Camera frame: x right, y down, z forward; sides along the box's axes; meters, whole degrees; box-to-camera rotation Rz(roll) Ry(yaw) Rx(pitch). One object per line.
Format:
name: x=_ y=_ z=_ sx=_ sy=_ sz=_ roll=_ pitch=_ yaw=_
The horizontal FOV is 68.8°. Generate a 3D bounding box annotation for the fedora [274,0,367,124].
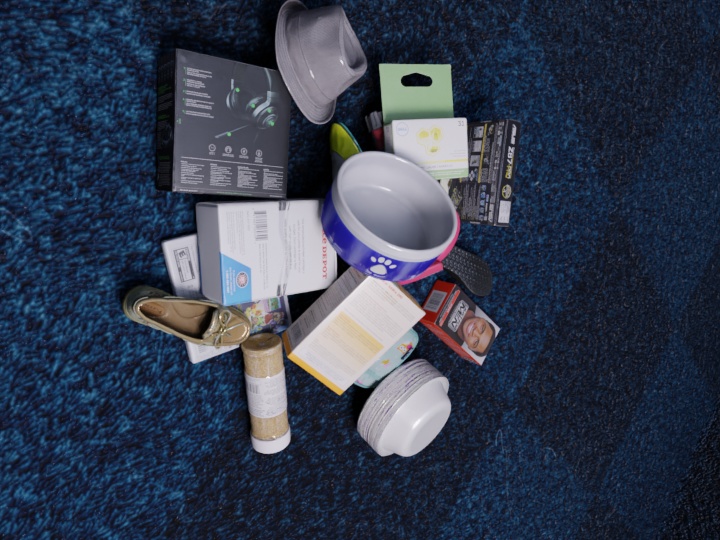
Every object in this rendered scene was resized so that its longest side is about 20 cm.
fedora: x=-0.048 y=-0.329 z=0.800 sx=0.200 sy=0.090 sz=0.177 roll=-81 pitch=150 yaw=-46

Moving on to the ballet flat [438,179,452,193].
ballet flat: x=0.128 y=-0.110 z=1.009 sx=0.072 sy=0.072 sz=0.200 roll=-3 pitch=118 yaw=-36

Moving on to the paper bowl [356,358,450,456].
paper bowl: x=0.099 y=0.281 z=1.036 sx=0.201 sy=0.104 sz=0.201 roll=-31 pitch=142 yaw=-29

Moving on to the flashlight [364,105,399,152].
flashlight: x=0.069 y=-0.194 z=0.957 sx=0.068 sy=0.068 sz=0.200 roll=-34 pitch=106 yaw=-55

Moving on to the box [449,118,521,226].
box: x=0.232 y=-0.193 z=1.049 sx=0.049 sy=0.161 sz=0.200 roll=-1 pitch=99 yaw=-37

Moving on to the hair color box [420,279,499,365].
hair color box: x=0.220 y=0.117 z=1.165 sx=0.200 sy=0.061 sz=0.102 roll=40 pitch=74 yaw=-36

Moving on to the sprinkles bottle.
sprinkles bottle: x=-0.157 y=0.207 z=0.883 sx=0.068 sy=0.068 sz=0.200 roll=-16 pitch=116 yaw=-34

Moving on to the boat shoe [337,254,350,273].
boat shoe: x=0.000 y=0.000 z=0.974 sx=0.201 sy=0.061 sz=0.072 roll=44 pitch=35 yaw=-34

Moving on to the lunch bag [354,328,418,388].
lunch bag: x=0.002 y=0.130 z=0.974 sx=0.200 sy=0.077 sz=0.160 roll=36 pitch=99 yaw=-34

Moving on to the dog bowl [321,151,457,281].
dog bowl: x=0.043 y=-0.085 z=0.808 sx=0.200 sy=0.079 sz=0.200 roll=14 pitch=50 yaw=-17

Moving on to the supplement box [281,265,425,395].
supplement box: x=-0.013 y=0.087 z=0.857 sx=0.200 sy=0.074 sz=0.126 roll=-44 pitch=117 yaw=6

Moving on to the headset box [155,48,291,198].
headset box: x=-0.199 y=-0.210 z=0.767 sx=0.174 sy=0.093 sz=0.200 roll=-3 pitch=101 yaw=-36

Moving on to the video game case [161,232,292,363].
video game case: x=-0.209 y=0.027 z=0.853 sx=0.182 sy=0.023 sz=0.200 roll=-18 pitch=109 yaw=-33

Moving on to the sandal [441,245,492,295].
sandal: x=0.213 y=-0.013 z=1.150 sx=0.200 sy=0.048 sz=0.075 roll=34 pitch=80 yaw=-23

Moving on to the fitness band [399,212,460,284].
fitness band: x=0.093 y=-0.052 z=0.948 sx=0.200 sy=0.037 sz=0.144 roll=-20 pitch=121 yaw=-21

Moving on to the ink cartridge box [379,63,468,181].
ink cartridge box: x=0.111 y=-0.258 z=0.911 sx=0.145 sy=0.048 sz=0.200 roll=-7 pitch=101 yaw=-20

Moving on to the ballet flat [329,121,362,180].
ballet flat: x=-0.012 y=-0.163 z=0.937 sx=0.067 sy=0.067 sz=0.200 roll=-42 pitch=122 yaw=-14

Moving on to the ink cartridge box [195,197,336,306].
ink cartridge box: x=-0.142 y=-0.037 z=0.820 sx=0.200 sy=0.086 sz=0.147 roll=-9 pitch=103 yaw=-40

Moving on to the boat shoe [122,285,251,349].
boat shoe: x=-0.246 y=0.076 z=0.780 sx=0.200 sy=0.063 sz=0.073 roll=18 pitch=87 yaw=-38
